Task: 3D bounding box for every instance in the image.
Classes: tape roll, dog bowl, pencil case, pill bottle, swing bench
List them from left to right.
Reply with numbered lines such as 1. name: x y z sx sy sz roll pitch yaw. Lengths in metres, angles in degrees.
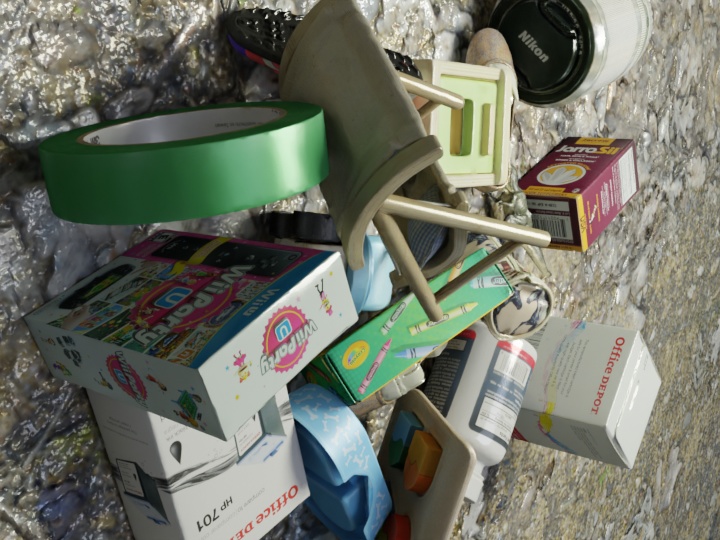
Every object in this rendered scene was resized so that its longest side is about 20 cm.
1. tape roll: -0.123 -0.082 0.613 0.200 0.200 0.048 -25 116 -46
2. dog bowl: -0.028 0.193 0.845 0.050 0.111 0.200 -39 131 -28
3. swing bench: 0.027 -0.093 0.717 0.200 0.130 0.199 30 31 -48
4. pill bottle: 0.131 0.173 1.047 0.120 0.119 0.201 41 66 -47
5. pencil case: 0.155 0.008 0.991 0.078 0.200 0.090 7 110 -15

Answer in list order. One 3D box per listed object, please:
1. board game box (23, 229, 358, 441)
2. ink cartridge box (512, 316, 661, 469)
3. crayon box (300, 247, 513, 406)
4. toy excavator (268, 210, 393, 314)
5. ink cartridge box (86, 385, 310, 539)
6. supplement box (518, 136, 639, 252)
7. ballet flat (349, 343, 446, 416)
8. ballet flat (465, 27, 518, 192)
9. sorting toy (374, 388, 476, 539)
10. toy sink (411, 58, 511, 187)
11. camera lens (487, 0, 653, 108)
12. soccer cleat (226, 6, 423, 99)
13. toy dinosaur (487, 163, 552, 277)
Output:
1. board game box: -0.126 0.036 0.633 0.148 0.200 0.064 -41 128 -39
2. ink cartridge box: 0.285 0.160 1.172 0.145 0.200 0.146 49 60 -44
3. crayon box: 0.044 0.061 0.858 0.200 0.119 0.058 -32 88 -20
4. toy excavator: 0.000 0.000 0.852 0.199 0.194 0.100 6 92 -24
5. ink cartridge box: -0.134 0.143 0.737 0.146 0.086 0.201 -33 121 -43
6. supplement box: 0.307 -0.113 1.219 0.200 0.110 0.086 -40 127 -40
7. ballet flat: 0.051 0.093 0.960 0.200 0.067 0.068 -51 136 -32
8. ballet flat: 0.165 -0.190 1.039 0.068 0.067 0.201 -9 112 -13
9. sorting toy: 0.045 0.233 0.894 0.036 0.200 0.186 17 94 -16
10. toy sink: 0.095 -0.160 0.943 0.200 0.112 0.131 -8 104 -51
11. camera lens: 0.269 -0.303 1.094 0.200 0.160 0.161 -29 119 -45
12. soccer cleat: -0.038 -0.184 0.799 0.199 0.073 0.068 10 54 -30
13. toy dinosaur: 0.199 -0.052 1.133 0.088 0.047 0.200 -35 115 -20
